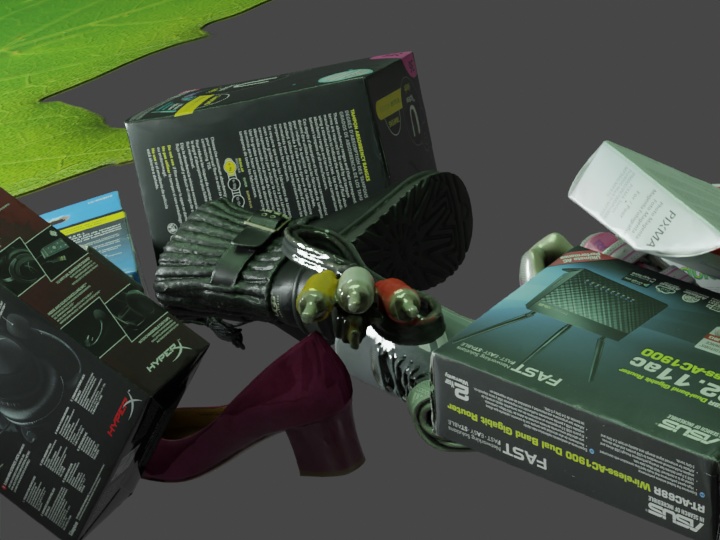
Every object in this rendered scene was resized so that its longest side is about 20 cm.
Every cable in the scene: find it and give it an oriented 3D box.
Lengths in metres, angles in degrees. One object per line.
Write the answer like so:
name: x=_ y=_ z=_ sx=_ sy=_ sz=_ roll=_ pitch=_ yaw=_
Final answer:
cable: x=0.000 y=0.000 z=1.565 sx=0.097 sy=0.050 sz=0.200 roll=1 pitch=23 yaw=-8

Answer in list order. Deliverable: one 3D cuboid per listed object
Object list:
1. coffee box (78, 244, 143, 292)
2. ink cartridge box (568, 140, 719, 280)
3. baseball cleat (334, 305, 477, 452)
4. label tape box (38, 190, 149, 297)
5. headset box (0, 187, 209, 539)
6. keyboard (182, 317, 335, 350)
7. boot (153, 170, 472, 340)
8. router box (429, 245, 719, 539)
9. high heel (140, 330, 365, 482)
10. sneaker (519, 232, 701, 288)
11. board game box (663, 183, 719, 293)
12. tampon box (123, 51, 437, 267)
coffee box: x=-0.265 y=0.047 z=1.704 sx=0.199 sy=0.080 sz=0.115 roll=0 pitch=67 yaw=28
ink cartridge box: x=0.241 y=0.003 z=1.466 sx=0.162 sy=0.057 sz=0.200 roll=19 pitch=22 yaw=-42
baseball cleat: x=0.042 y=0.065 z=1.544 sx=0.200 sy=0.070 sz=0.106 roll=3 pitch=27 yaw=42
label tape box: x=-0.238 y=0.016 z=1.877 sx=0.144 sy=0.063 sz=0.200 roll=-18 pitch=21 yaw=-3
headset box: x=-0.214 y=0.052 z=1.516 sx=0.200 sy=0.149 sz=0.077 roll=36 pitch=38 yaw=10
keyboard: x=-0.060 y=0.023 z=1.796 sx=0.127 sy=0.021 sz=0.200 roll=-22 pitch=21 yaw=-18
boot: x=-0.033 y=-0.020 z=1.755 sx=0.158 sy=0.080 sz=0.211 roll=7 pitch=24 yaw=39
router box: x=0.161 y=0.067 z=1.399 sx=0.200 sy=0.062 sz=0.150 roll=19 pitch=38 yaw=34
high heel: x=-0.090 y=0.081 z=1.556 sx=0.199 sy=0.096 sz=0.067 roll=-4 pitch=23 yaw=28
sneaker: x=0.169 y=0.023 z=1.533 sx=0.200 sy=0.088 sz=0.081 roll=5 pitch=29 yaw=43
board game box: x=0.301 y=-0.020 z=1.624 sx=0.200 sy=0.035 sz=0.126 roll=0 pitch=26 yaw=35
tampon box: x=-0.056 y=-0.086 z=1.890 sx=0.199 sy=0.127 sz=0.150 roll=-10 pitch=10 yaw=17
